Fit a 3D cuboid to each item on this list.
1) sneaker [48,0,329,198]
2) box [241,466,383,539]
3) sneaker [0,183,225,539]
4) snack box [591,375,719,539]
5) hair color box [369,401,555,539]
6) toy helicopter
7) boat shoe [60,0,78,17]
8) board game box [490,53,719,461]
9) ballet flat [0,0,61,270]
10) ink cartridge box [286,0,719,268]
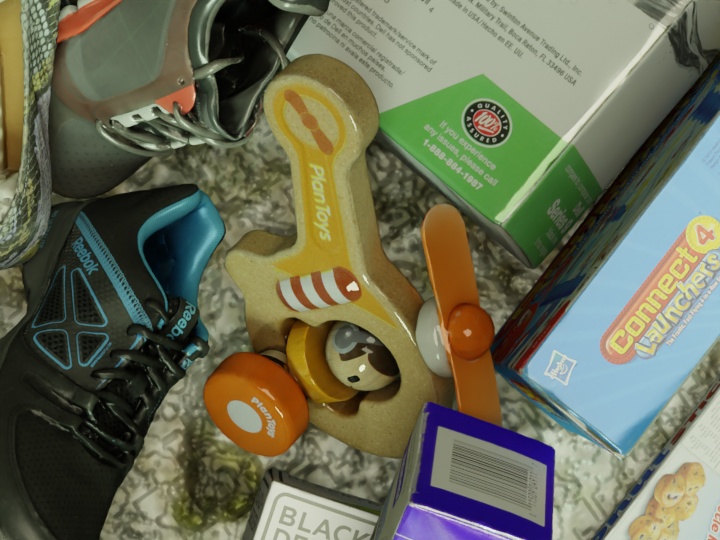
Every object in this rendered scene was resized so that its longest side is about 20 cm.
[{"bbox_3d":[-0.080,-0.080,1.222,0.077,0.200,0.082,6,52,-35],"label":"sneaker"},{"bbox_3d":[-0.019,0.199,1.284,0.116,0.060,0.201,20,90,-3],"label":"box"},{"bbox_3d":[-0.110,0.041,1.217,0.082,0.201,0.073,-16,136,28],"label":"sneaker"},{"bbox_3d":[0.146,0.125,1.308,0.072,0.024,0.200,38,89,-5],"label":"snack box"},{"bbox_3d":[0.015,0.166,1.173,0.065,0.109,0.201,19,109,-1],"label":"hair color box"},{"bbox_3d":[0.000,0.000,1.209,0.132,0.201,0.079,19,46,29],"label":"toy helicopter"},{"bbox_3d":[-0.127,-0.134,1.253,0.199,0.076,0.061,-24,51,11],"label":"boat shoe"},{"bbox_3d":[0.138,-0.022,1.221,0.056,0.196,0.200,38,88,-2],"label":"board game box"},{"bbox_3d":[-0.161,-0.094,1.205,0.072,0.072,0.201,-1,102,-2],"label":"ballet flat"},{"bbox_3d":[0.081,-0.126,1.251,0.146,0.084,0.200,41,89,21],"label":"ink cartridge box"}]
